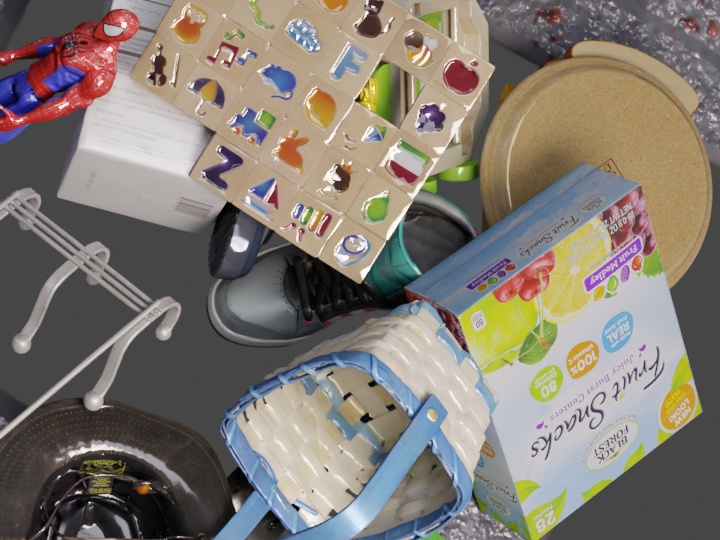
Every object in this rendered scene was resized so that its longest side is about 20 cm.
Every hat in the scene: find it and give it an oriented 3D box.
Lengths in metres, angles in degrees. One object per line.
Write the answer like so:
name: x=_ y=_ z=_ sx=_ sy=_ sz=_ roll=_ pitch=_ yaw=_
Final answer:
hat: x=-0.169 y=0.187 z=1.437 sx=0.200 sy=0.081 sz=0.201 roll=11 pitch=57 yaw=-18

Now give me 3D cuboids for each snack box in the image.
snack box: x=0.136 y=0.056 z=1.516 sx=0.168 sy=0.068 sz=0.201 roll=-35 pitch=126 yaw=-22

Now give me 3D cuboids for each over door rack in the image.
over door rack: x=-0.235 y=0.041 z=1.429 sx=0.148 sy=0.067 sz=0.200 roll=36 pitch=46 yaw=21

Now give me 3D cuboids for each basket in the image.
basket: x=-0.011 y=0.120 z=1.392 sx=0.139 sy=0.176 sz=0.200 roll=55 pitch=46 yaw=-9

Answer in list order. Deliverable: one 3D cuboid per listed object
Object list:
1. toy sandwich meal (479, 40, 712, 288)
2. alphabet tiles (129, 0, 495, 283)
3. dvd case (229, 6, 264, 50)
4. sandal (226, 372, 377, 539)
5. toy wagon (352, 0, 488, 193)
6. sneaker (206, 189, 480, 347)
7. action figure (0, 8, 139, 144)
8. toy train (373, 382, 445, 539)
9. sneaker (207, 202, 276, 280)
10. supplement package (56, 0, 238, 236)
toy sandwich meal: x=0.165 y=-0.067 z=1.616 sx=0.204 sy=0.070 sz=0.206 roll=2 pitch=84 yaw=-20
alphabet tiles: x=-0.040 y=-0.114 z=1.437 sx=0.199 sy=0.008 sz=0.168 roll=32 pitch=94 yaw=-6
dvd case: x=-0.010 y=-0.167 z=1.536 sx=0.146 sy=0.022 sz=0.200 roll=62 pitch=40 yaw=-27
sandal: x=-0.049 y=0.134 z=1.504 sx=0.075 sy=0.045 sz=0.200 roll=40 pitch=68 yaw=-3
toy wagon: x=0.037 y=-0.130 z=1.537 sx=0.200 sy=0.039 sz=0.156 roll=-24 pitch=115 yaw=-58
sneaker: x=0.000 y=0.000 z=1.515 sx=0.199 sy=0.121 sz=0.084 roll=-13 pitch=79 yaw=-19
action figure: x=-0.222 y=-0.112 z=1.447 sx=0.052 sy=0.200 sz=0.066 roll=37 pitch=30 yaw=-45
toy train: x=0.036 y=0.137 z=1.525 sx=0.056 sy=0.042 sz=0.201 roll=18 pitch=68 yaw=-50
sneaker: x=-0.043 y=-0.069 z=1.536 sx=0.082 sy=0.070 sz=0.201 roll=27 pitch=59 yaw=-13
supplement package: x=-0.127 y=-0.144 z=1.519 sx=0.109 sy=0.114 sz=0.201 roll=15 pitch=72 yaw=-11
